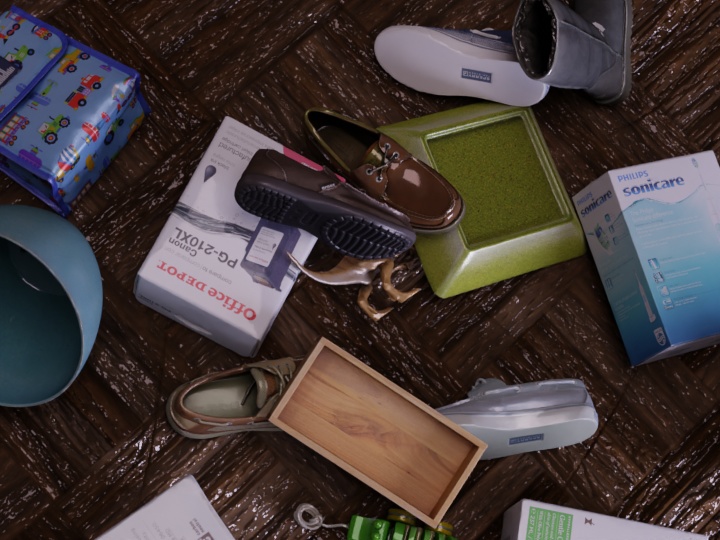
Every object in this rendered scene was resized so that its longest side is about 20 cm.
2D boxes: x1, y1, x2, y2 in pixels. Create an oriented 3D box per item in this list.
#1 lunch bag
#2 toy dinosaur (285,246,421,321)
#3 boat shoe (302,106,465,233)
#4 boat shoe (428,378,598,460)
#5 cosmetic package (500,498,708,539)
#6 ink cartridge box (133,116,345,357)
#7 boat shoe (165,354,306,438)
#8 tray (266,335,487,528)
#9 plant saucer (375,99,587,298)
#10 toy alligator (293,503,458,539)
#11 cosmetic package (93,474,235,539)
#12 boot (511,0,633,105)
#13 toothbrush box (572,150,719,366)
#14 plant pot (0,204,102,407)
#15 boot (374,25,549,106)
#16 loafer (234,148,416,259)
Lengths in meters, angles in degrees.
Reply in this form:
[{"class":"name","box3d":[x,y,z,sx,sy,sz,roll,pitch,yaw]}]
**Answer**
[{"class":"lunch bag","box3d":[-0.346,-0.179,1.754,0.200,0.094,0.151,32,72,13]},{"class":"toy dinosaur","box3d":[0.000,0.000,1.759,0.200,0.060,0.106,-31,86,-45]},{"class":"boat shoe","box3d":[0.017,-0.104,1.740,0.200,0.068,0.072,30,79,23]},{"class":"boat shoe","box3d":[0.145,0.149,1.753,0.200,0.070,0.072,-5,52,-6]},{"class":"cosmetic package","box3d":[0.243,0.307,1.709,0.199,0.085,0.108,10,70,-6]},{"class":"ink cartridge box","box3d":[-0.126,-0.033,1.740,0.144,0.084,0.200,28,71,-1]},{"class":"boat shoe","box3d":[-0.097,0.127,1.706,0.199,0.074,0.076,-14,77,-13]},{"class":"tray","box3d":[0.016,0.160,1.673,0.200,0.037,0.099,34,86,-6]},{"class":"plant saucer","box3d":[0.138,-0.092,1.803,0.199,0.048,0.200,-16,78,-24]},{"class":"toy alligator","box3d":[0.031,0.270,1.698,0.199,0.054,0.059,17,72,-5]},{"class":"cosmetic package","box3d":[-0.184,0.315,1.572,0.165,0.200,0.165,-34,83,-15]},{"class":"boot","box3d":[0.225,-0.271,1.817,0.200,0.072,0.182,10,66,-50]},{"class":"toothbrush box","box3d":[0.335,-0.015,1.801,0.146,0.085,0.201,-13,78,-27]},{"class":"plant pot","box3d":[-0.334,0.015,1.654,0.200,0.200,0.135,32,34,0]},{"class":"boot","box3d":[0.120,-0.237,1.858,0.199,0.073,0.090,18,35,12]},{"class":"loafer","box3d":[-0.029,-0.073,1.686,0.200,0.073,0.071,23,55,-25]}]
